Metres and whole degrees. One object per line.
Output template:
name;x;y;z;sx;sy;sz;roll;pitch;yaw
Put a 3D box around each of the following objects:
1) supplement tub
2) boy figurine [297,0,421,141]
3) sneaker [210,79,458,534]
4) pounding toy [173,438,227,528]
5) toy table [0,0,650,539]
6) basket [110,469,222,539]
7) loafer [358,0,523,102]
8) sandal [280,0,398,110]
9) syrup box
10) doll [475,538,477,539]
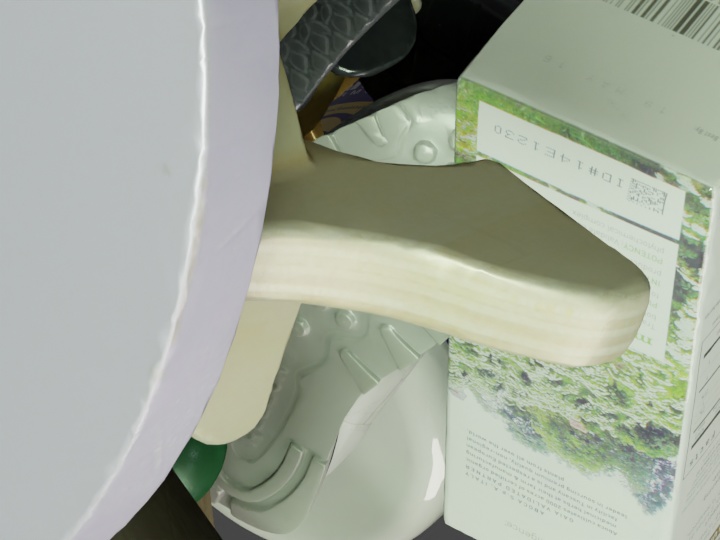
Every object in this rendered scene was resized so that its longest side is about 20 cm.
supplement tub;0.014;0.002;1.000;0.145;0.145;0.200;-31;-168;42
boy figurine;-0.040;-0.056;0.815;0.124;0.065;0.200;-28;173;-14
sneaker;0.000;0.000;0.812;0.081;0.076;0.200;-46;174;-45
pounding toy;-0.106;0.070;0.761;0.199;0.185;0.142;-7;177;7
toy table;-0.040;-0.031;0.516;0.117;0.184;0.200;-18;149;-46
basket;-0.132;0.048;0.622;0.180;0.200;0.136;-25;176;3
loafer;0.079;-0.053;0.828;0.072;0.200;0.073;-24;137;-45
sandal;-0.024;-0.080;0.638;0.200;0.076;0.043;-29;-159;34
syrup box;0.078;0.007;0.731;0.081;0.079;0.200;-49;153;-33
doll;0.073;0.042;0.910;0.136;0.048;0.200;-33;143;-61
